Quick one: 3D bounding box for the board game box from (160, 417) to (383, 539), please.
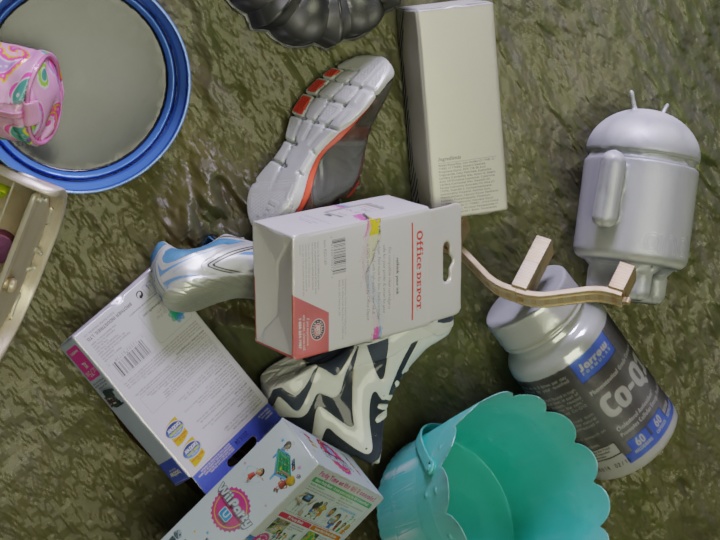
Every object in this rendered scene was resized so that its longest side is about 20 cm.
[{"bbox_3d":[-0.092,0.242,1.502,0.200,0.064,0.147,-45,149,4],"label":"board game box"}]

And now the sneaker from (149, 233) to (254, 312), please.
[{"bbox_3d":[-0.103,-0.005,1.539,0.199,0.072,0.073,-3,60,-33],"label":"sneaker"}]

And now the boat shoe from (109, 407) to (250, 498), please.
[{"bbox_3d":[-0.159,0.152,1.570,0.200,0.072,0.072,43,57,-8],"label":"boat shoe"}]

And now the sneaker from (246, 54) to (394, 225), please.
[{"bbox_3d":[-0.028,-0.112,1.558,0.200,0.077,0.082,-53,136,0],"label":"sneaker"}]

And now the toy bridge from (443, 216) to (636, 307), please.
[{"bbox_3d":[0.164,0.001,1.566,0.067,0.199,0.027,-59,153,-27],"label":"toy bridge"}]

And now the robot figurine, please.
[{"bbox_3d":[0.271,-0.070,1.607,0.169,0.112,0.202,10,87,-62],"label":"robot figurine"}]

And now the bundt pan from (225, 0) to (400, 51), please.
[{"bbox_3d":[-0.035,-0.300,1.504,0.200,0.076,0.204,-3,101,-15],"label":"bundt pan"}]

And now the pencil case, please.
[{"bbox_3d":[-0.354,-0.159,1.401,0.198,0.087,0.088,10,99,10],"label":"pencil case"}]

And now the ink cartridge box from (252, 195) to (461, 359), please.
[{"bbox_3d":[0.000,0.000,1.517,0.199,0.067,0.117,-12,110,-36],"label":"ink cartridge box"}]

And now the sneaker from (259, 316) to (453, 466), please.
[{"bbox_3d":[0.013,0.121,1.601,0.198,0.079,0.130,-28,112,-14],"label":"sneaker"}]

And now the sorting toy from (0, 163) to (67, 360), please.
[{"bbox_3d":[-0.368,-0.034,1.454,0.179,0.107,0.201,25,110,-3],"label":"sorting toy"}]

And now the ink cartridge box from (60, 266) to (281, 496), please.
[{"bbox_3d":[-0.169,0.108,1.516,0.200,0.042,0.119,49,52,-3],"label":"ink cartridge box"}]

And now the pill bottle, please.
[{"bbox_3d":[0.218,0.100,1.633,0.114,0.114,0.200,-40,109,-5],"label":"pill bottle"}]

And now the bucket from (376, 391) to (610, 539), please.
[{"bbox_3d":[0.123,0.228,1.582,0.206,0.135,0.209,16,63,-33],"label":"bucket"}]

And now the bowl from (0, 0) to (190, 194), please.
[{"bbox_3d":[-0.255,-0.171,1.486,0.199,0.039,0.202,-3,101,-16],"label":"bowl"}]

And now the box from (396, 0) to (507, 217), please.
[{"bbox_3d":[0.087,-0.154,1.570,0.082,0.068,0.202,-7,102,-15],"label":"box"}]
